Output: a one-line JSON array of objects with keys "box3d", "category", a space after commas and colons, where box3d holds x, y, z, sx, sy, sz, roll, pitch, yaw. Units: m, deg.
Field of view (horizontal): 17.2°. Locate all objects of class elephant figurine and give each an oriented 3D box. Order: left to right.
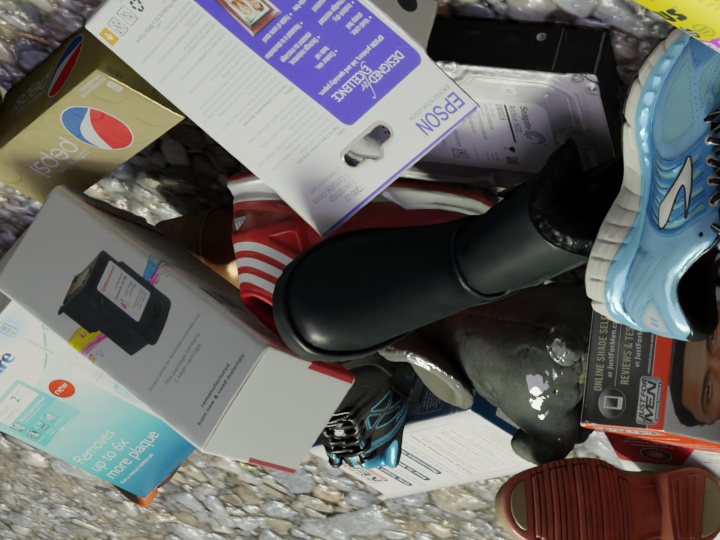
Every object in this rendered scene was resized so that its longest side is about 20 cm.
[{"box3d": [0.074, 0.042, 1.644, 0.199, 0.141, 0.156, 24, 128, 20], "category": "elephant figurine"}]

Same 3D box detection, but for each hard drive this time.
[{"box3d": [0.062, -0.101, 1.463, 0.198, 0.038, 0.140, 7, 152, 18], "category": "hard drive"}]

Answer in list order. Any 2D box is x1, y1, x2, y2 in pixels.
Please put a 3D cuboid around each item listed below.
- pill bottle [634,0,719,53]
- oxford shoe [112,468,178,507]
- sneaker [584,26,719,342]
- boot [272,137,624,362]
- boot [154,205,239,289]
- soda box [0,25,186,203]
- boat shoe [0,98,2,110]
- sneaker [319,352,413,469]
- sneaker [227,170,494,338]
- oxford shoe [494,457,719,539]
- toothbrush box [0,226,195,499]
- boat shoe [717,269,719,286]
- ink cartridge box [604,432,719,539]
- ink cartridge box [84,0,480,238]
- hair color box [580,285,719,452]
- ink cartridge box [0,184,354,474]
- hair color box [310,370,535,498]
[{"box3d": [0.149, -0.186, 1.176, 0.199, 0.105, 0.104, 28, 151, -21], "category": "pill bottle"}, {"box3d": [-0.214, 0.104, 1.994, 0.071, 0.073, 0.201, 18, 146, 50], "category": "oxford shoe"}, {"box3d": [0.196, -0.051, 1.343, 0.090, 0.078, 0.202, 30, 122, 37], "category": "sneaker"}, {"box3d": [0.063, -0.015, 1.429, 0.199, 0.077, 0.168, -14, 171, -32], "category": "boot"}, {"box3d": [-0.044, 0.024, 1.721, 0.154, 0.074, 0.200, -4, 148, 32], "category": "boot"}, {"box3d": [-0.177, -0.107, 1.558, 0.067, 0.064, 0.200, 28, 151, -22], "category": "soda box"}, {"box3d": [-0.292, -0.133, 1.571, 0.064, 0.073, 0.200, 9, 158, 12], "category": "boat shoe"}, {"box3d": [-0.005, 0.099, 1.716, 0.073, 0.083, 0.200, -3, 171, 21], "category": "sneaker"}, {"box3d": [0.000, 0.000, 1.547, 0.199, 0.117, 0.078, 5, 173, -29], "category": "sneaker"}, {"box3d": [0.159, 0.168, 1.639, 0.199, 0.071, 0.074, 9, 167, -38], "category": "oxford shoe"}, {"box3d": [-0.210, 0.072, 1.853, 0.199, 0.086, 0.146, 29, 132, -21], "category": "toothbrush box"}, {"box3d": [0.229, -0.041, 1.461, 0.070, 0.073, 0.200, 10, 164, -4], "category": "boat shoe"}, {"box3d": [0.275, 0.132, 1.731, 0.143, 0.084, 0.200, 3, 149, 25], "category": "ink cartridge box"}, {"box3d": [-0.043, -0.130, 1.394, 0.200, 0.043, 0.198, 42, 144, -8], "category": "ink cartridge box"}, {"box3d": [0.213, 0.062, 1.538, 0.061, 0.102, 0.200, 4, 174, 31], "category": "hair color box"}, {"box3d": [-0.123, 0.040, 1.587, 0.199, 0.083, 0.146, 35, -175, 25], "category": "ink cartridge box"}, {"box3d": [0.059, 0.119, 1.856, 0.100, 0.061, 0.199, 33, 149, -30], "category": "hair color box"}]
